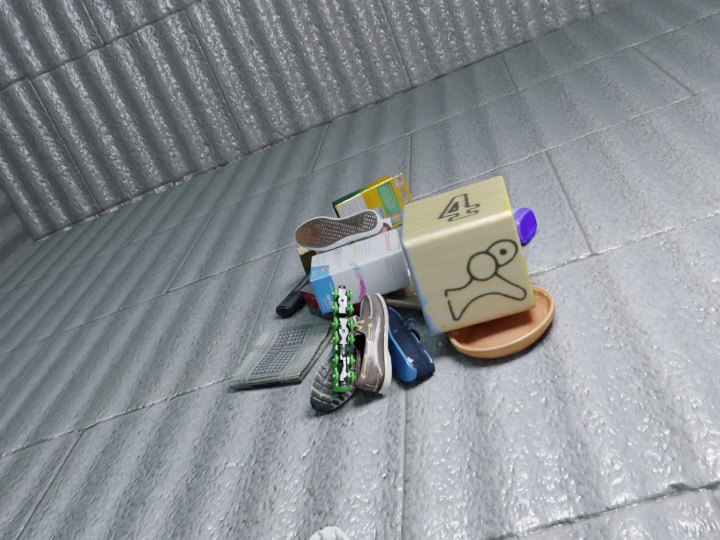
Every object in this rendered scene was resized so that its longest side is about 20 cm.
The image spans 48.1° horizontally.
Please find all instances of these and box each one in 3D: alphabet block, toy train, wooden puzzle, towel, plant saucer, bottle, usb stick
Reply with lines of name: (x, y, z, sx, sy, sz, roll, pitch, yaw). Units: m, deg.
alphabet block: (0.193, -0.029, 1.462, 0.195, 0.199, 0.197, -15, 25, 10)
toy train: (-0.034, 0.124, 1.467, 0.041, 0.057, 0.204, 4, 59, -10)
wooden puzzle: (0.158, 0.037, 1.667, 0.198, 0.047, 0.183, -34, 24, -32)
towel: (-0.161, 0.173, 1.706, 0.189, 0.035, 0.201, -11, 25, 31)
plant saucer: (0.254, 0.096, 1.441, 0.196, 0.038, 0.201, -22, 22, 9)
bottle: (0.291, -0.096, 1.787, 0.197, 0.066, 0.084, 1, 36, 47)
usb stick: (-0.139, 0.047, 1.961, 0.055, 0.033, 0.200, -16, 22, 38)

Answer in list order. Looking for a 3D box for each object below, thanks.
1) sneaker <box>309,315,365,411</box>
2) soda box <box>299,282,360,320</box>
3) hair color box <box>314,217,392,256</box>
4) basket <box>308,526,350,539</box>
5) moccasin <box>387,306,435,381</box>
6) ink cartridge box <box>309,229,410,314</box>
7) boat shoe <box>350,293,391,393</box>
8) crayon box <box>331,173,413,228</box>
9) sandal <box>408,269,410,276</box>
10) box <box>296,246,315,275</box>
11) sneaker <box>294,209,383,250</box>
sneaker: (-0.036, 0.186, 1.519, 0.202, 0.077, 0.090, -58, 0, -35)
soda box: (-0.054, 0.066, 1.792, 0.069, 0.064, 0.199, -34, 23, -24)
hair color box: (-0.011, -0.055, 1.874, 0.197, 0.104, 0.061, -16, 4, -37)
basket: (-0.037, 0.423, 0.853, 0.198, 0.163, 0.197, -32, 23, -18)
moccasin: (0.079, 0.140, 1.492, 0.067, 0.082, 0.201, -2, 36, -19)
ink cartridge box: (0.000, 0.000, 1.687, 0.196, 0.086, 0.145, -19, 20, 6)
boat shoe: (0.015, 0.126, 1.470, 0.058, 0.072, 0.204, 9, 54, -19)
crayon box: (0.038, -0.160, 2.114, 0.197, 0.128, 0.052, -26, 21, -6)
sandal: (0.023, 0.029, 1.805, 0.199, 0.082, 0.051, -10, 68, 33)
box: (-0.059, -0.062, 2.008, 0.197, 0.022, 0.164, -27, -17, -6)
sneaker: (-0.043, -0.079, 1.766, 0.195, 0.075, 0.085, -8, -13, 15)
